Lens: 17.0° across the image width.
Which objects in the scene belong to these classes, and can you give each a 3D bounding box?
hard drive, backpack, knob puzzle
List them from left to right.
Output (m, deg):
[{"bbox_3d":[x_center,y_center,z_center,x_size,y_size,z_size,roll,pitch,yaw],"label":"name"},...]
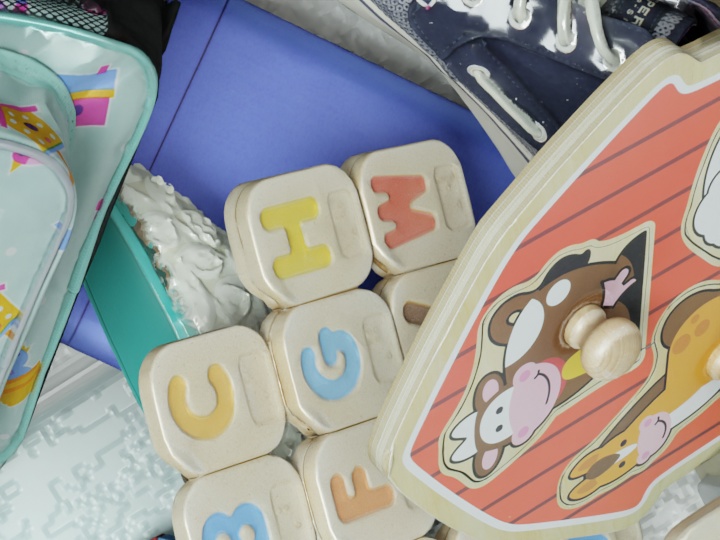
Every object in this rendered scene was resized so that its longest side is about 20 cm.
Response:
[{"bbox_3d":[-0.170,-0.034,0.678,0.199,0.154,0.176,20,124,-10],"label":"backpack"},{"bbox_3d":[0.000,0.000,0.836,0.199,0.025,0.132,25,87,-8],"label":"hard drive"},{"bbox_3d":[0.090,0.016,0.731,0.220,0.220,0.030,-43,54,-6],"label":"knob puzzle"}]

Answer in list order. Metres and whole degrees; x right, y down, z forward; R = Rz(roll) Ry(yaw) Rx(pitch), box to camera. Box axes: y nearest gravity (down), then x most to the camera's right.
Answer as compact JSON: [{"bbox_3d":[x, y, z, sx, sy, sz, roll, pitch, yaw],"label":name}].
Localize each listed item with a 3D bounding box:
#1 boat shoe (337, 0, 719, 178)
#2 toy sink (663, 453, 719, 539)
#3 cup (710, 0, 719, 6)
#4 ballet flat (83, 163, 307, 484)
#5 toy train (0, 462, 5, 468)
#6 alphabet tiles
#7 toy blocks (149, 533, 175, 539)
[{"bbox_3d":[0.057,-0.091,0.760,0.200,0.093,0.075,43,64,-27],"label":"boat shoe"},{"bbox_3d":[0.196,0.095,0.842,0.200,0.112,0.131,-32,95,-12],"label":"toy sink"},{"bbox_3d":[0.154,-0.138,0.806,0.200,0.200,0.143,42,59,-7],"label":"cup"},{"bbox_3d":[-0.032,0.051,0.786,0.071,0.072,0.201,-24,84,-7],"label":"ballet flat"},{"bbox_3d":[-0.194,0.084,0.801,0.114,0.085,0.201,26,87,2],"label":"toy train"},{"bbox_3d":[0.019,0.062,0.760,0.195,0.015,0.201,-15,91,-44],"label":"alphabet tiles"},{"bbox_3d":[-0.036,0.180,0.827,0.136,0.100,0.201,15,88,3],"label":"toy blocks"}]
